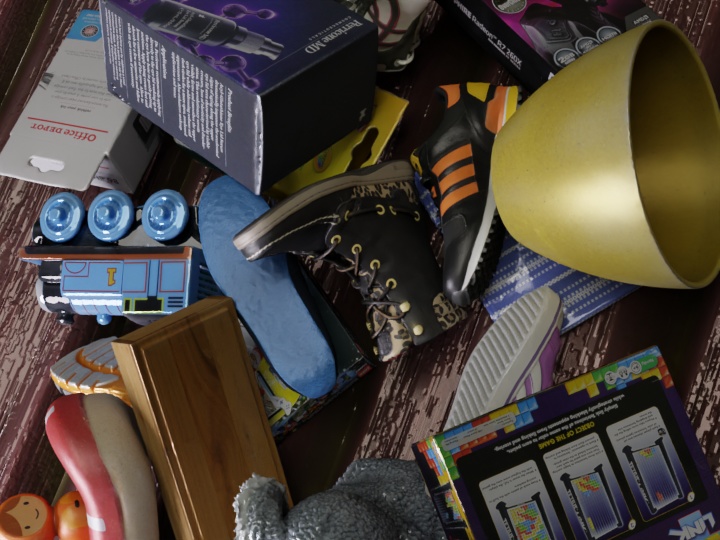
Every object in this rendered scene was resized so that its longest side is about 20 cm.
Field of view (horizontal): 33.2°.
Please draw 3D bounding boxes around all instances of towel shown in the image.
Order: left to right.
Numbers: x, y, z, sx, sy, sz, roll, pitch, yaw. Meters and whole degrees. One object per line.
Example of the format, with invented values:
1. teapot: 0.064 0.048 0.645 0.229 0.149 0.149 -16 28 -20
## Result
1. towel: 0.146 -0.040 1.038 0.144 0.024 0.201 -31 67 5

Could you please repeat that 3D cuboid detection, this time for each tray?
1. tray: -0.122 0.133 0.974 0.037 0.098 0.202 0 110 51

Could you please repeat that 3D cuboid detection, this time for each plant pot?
1. plant pot: 0.187 -0.080 0.941 0.141 0.199 0.202 -7 69 36

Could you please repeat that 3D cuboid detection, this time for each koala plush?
1. koala plush: -0.010 0.216 0.904 0.176 0.200 0.185 25 82 25

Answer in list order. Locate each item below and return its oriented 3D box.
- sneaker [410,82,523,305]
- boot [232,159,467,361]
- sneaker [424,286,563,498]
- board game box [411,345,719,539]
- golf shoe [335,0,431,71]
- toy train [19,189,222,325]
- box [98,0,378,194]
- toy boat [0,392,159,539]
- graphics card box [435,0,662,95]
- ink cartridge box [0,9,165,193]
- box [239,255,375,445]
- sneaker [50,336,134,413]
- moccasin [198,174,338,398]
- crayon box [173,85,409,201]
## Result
1. sneaker: 0.080 -0.067 1.013 0.089 0.070 0.202 10 70 14
2. boot: 0.000 0.000 0.978 0.073 0.199 0.152 -27 87 41
3. sneaker: 0.134 0.120 0.961 0.072 0.114 0.202 -15 43 61
4. board game box: 0.158 0.166 0.875 0.198 0.057 0.167 -18 82 -20
5. golf shoe: 0.033 -0.230 1.064 0.199 0.088 0.078 -20 32 49
6. toy train: -0.210 -0.008 1.073 0.198 0.087 0.116 0 79 21
7. box: -0.104 -0.180 1.033 0.199 0.105 0.148 33 51 25
8. toy boat: -0.234 0.200 0.983 0.129 0.131 0.202 -7 110 -15
9. graphics card box: 0.155 -0.234 1.054 0.125 0.051 0.200 -28 63 -23
10. ink cartridge box: -0.252 -0.149 1.160 0.115 0.067 0.202 12 64 22
11. box: -0.096 0.047 1.079 0.136 0.038 0.201 -38 65 4
12. sneaker: -0.205 0.118 1.076 0.199 0.078 0.078 17 39 39
13. moccasin: -0.082 0.019 1.010 0.080 0.068 0.202 -22 78 0
14. crayon box: -0.060 -0.129 1.118 0.199 0.051 0.128 27 82 25
